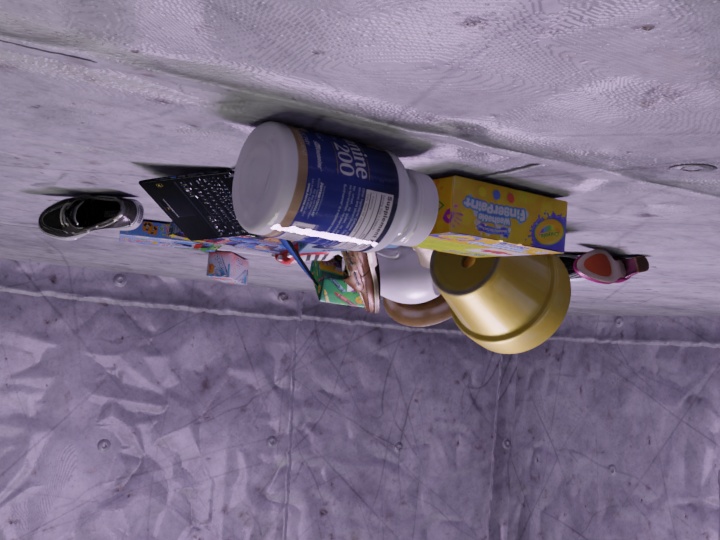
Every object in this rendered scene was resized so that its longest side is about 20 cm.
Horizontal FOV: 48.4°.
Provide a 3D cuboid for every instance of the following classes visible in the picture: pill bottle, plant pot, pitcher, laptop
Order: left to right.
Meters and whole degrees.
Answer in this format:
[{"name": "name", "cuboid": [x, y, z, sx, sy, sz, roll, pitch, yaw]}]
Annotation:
[{"name": "laptop", "cuboid": [-0.172, -0.048, 1.074, 0.199, 0.104, 0.177, -5, 155, 10]}, {"name": "pill bottle", "cuboid": [-0.020, -0.079, 0.822, 0.200, 0.111, 0.111, 8, 174, -35]}, {"name": "pitcher", "cuboid": [0.054, -0.011, 1.567, 0.200, 0.121, 0.172, 6, 153, 24]}, {"name": "plant pot", "cuboid": [0.137, 0.030, 1.640, 0.200, 0.200, 0.028, 1, 139, 29]}, {"name": "plant pot", "cuboid": [0.213, 0.015, 1.301, 0.200, 0.201, 0.189, 0, 159, 38]}]

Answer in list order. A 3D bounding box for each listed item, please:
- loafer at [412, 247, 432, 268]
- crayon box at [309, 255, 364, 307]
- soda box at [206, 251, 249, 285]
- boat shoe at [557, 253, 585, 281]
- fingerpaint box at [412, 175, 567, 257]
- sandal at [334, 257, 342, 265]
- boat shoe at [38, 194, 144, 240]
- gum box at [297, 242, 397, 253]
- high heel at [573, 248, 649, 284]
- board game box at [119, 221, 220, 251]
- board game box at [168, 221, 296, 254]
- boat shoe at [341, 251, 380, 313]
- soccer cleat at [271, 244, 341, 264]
[{"name": "loafer", "cuboid": [0.128, -0.038, 1.372, 0.075, 0.068, 0.200, 2, 174, 22]}, {"name": "crayon box", "cuboid": [-0.041, 0.017, 1.777, 0.118, 0.058, 0.200, 8, -163, -13]}, {"name": "soda box", "cuboid": [-0.349, -0.005, 2.125, 0.063, 0.069, 0.200, 4, 174, 6]}, {"name": "boat shoe", "cuboid": [0.359, -0.008, 1.590, 0.199, 0.072, 0.071, -8, 162, 17]}, {"name": "fingerpaint box", "cuboid": [0.138, -0.066, 1.040, 0.200, 0.074, 0.167, 7, 175, -34]}, {"name": "sandal", "cuboid": [0.001, -0.026, 1.755, 0.200, 0.043, 0.076, 9, 173, -40]}, {"name": "boat shoe", "cuboid": [-0.452, -0.093, 1.301, 0.200, 0.071, 0.064, -6, 172, 21]}, {"name": "gum box", "cuboid": [-0.004, -0.061, 1.244, 0.169, 0.045, 0.200, -3, 176, -11]}, {"name": "high heel", "cuboid": [0.450, 0.002, 1.518, 0.200, 0.068, 0.096, 4, 165, -34]}, {"name": "board game box", "cuboid": [-0.388, -0.070, 1.635, 0.199, 0.037, 0.151, 7, 175, -16]}, {"name": "board game box", "cuboid": [-0.176, -0.076, 1.260, 0.200, 0.062, 0.200, 8, 172, -29]}, {"name": "boat shoe", "cuboid": [0.000, 0.000, 1.472, 0.068, 0.072, 0.200, -5, 131, 3]}, {"name": "soccer cleat", "cuboid": [-0.094, -0.044, 1.522, 0.085, 0.069, 0.200, 14, 165, -39]}]
